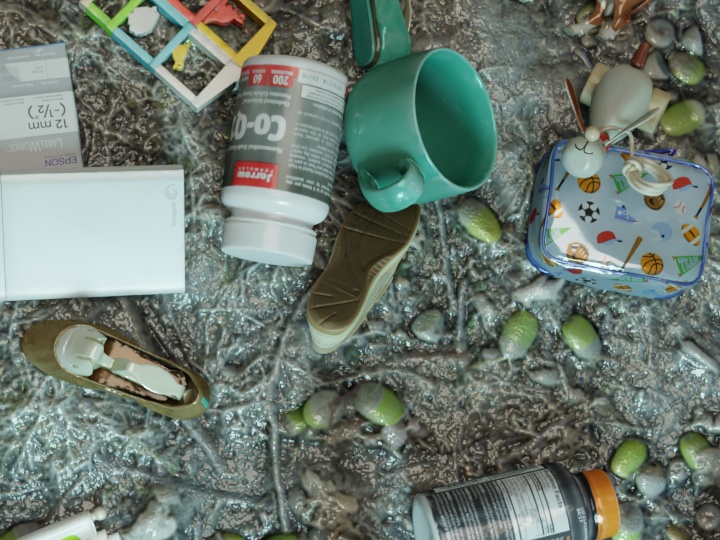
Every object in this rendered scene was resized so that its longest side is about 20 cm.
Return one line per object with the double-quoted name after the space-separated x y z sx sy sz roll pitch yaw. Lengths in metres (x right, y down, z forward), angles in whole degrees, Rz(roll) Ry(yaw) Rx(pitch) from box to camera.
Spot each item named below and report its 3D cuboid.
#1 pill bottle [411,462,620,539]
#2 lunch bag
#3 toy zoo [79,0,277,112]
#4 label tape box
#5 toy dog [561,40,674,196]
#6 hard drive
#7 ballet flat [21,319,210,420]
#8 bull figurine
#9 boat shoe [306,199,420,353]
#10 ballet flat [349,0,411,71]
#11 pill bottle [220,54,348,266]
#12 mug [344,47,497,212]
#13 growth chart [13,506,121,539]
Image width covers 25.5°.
0.161 0.257 1.621 0.199 0.106 0.107 -11 82 -12 "pill bottle"
0.284 -0.060 1.720 0.199 0.076 0.161 11 75 -8 "lunch bag"
-0.182 -0.261 1.699 0.200 0.020 0.131 41 75 -1 "toy zoo"
-0.356 -0.122 1.619 0.143 0.066 0.201 -8 80 -11 "label tape box"
0.273 -0.176 1.680 0.132 0.096 0.200 12 36 -4 "toy dog"
-0.278 -0.038 1.607 0.199 0.027 0.132 -3 108 -13 "hard drive"
-0.243 0.096 1.595 0.200 0.072 0.068 25 77 -5 "ballet flat"
0.231 -0.340 1.768 0.200 0.065 0.122 32 80 -1 "bull figurine"
0.000 0.000 1.663 0.072 0.065 0.200 24 57 8 "boat shoe"
0.017 -0.311 1.731 0.070 0.067 0.201 -3 79 -35 "ballet flat"
-0.082 -0.111 1.638 0.114 0.114 0.201 10 83 -8 "pill bottle"
0.045 -0.142 1.643 0.185 0.114 0.152 -17 94 -53 "mug"
-0.271 0.337 1.573 0.145 0.018 0.200 -30 85 -13 "growth chart"
